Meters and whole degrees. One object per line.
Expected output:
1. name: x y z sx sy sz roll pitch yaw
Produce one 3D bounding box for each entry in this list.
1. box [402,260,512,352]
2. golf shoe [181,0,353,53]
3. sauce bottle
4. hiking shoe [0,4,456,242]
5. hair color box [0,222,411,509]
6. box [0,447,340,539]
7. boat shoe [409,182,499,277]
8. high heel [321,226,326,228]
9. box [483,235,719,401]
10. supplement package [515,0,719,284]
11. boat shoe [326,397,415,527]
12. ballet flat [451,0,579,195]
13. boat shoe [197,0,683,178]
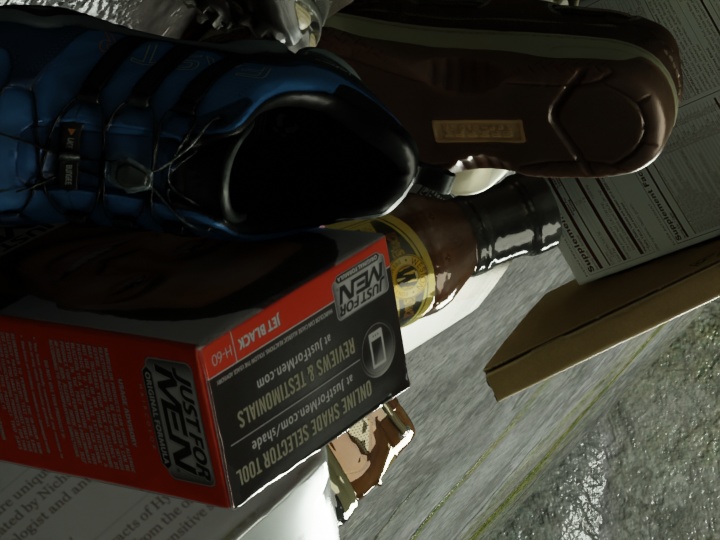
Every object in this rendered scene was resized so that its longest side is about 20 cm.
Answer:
1. box: -0.004 0.000 1.164 0.200 0.095 0.078 -32 160 -49
2. golf shoe: -0.021 -0.139 0.759 0.095 0.078 0.200 -47 177 -9
3. sauce bottle: 0.000 0.000 1.020 0.200 0.065 0.065 -21 159 -18
4. hiking shoe: -0.074 -0.046 0.709 0.199 0.087 0.075 -6 108 -26
5. hair color box: -0.093 0.023 0.760 0.101 0.200 0.061 -32 120 -46
6. box: -0.128 0.138 0.938 0.200 0.171 0.199 -41 151 -21
7. boat shoe: 0.012 -0.061 1.072 0.071 0.064 0.200 -44 143 -1
8. high heel: 0.010 -0.085 0.963 0.200 0.067 0.096 -32 128 -7
9. box: 0.172 -0.001 1.165 0.200 0.021 0.163 -27 -175 22
10. supplement package: 0.202 -0.118 1.179 0.191 0.147 0.200 -36 -172 -38
11. boat shoe: -0.035 0.020 0.938 0.074 0.076 0.200 -37 127 -16
12. ballet flat: 0.070 -0.130 0.941 0.069 0.069 0.201 92 15 -71
13. boat shoe: 0.032 -0.080 0.883 0.075 0.202 0.075 -62 155 -49
